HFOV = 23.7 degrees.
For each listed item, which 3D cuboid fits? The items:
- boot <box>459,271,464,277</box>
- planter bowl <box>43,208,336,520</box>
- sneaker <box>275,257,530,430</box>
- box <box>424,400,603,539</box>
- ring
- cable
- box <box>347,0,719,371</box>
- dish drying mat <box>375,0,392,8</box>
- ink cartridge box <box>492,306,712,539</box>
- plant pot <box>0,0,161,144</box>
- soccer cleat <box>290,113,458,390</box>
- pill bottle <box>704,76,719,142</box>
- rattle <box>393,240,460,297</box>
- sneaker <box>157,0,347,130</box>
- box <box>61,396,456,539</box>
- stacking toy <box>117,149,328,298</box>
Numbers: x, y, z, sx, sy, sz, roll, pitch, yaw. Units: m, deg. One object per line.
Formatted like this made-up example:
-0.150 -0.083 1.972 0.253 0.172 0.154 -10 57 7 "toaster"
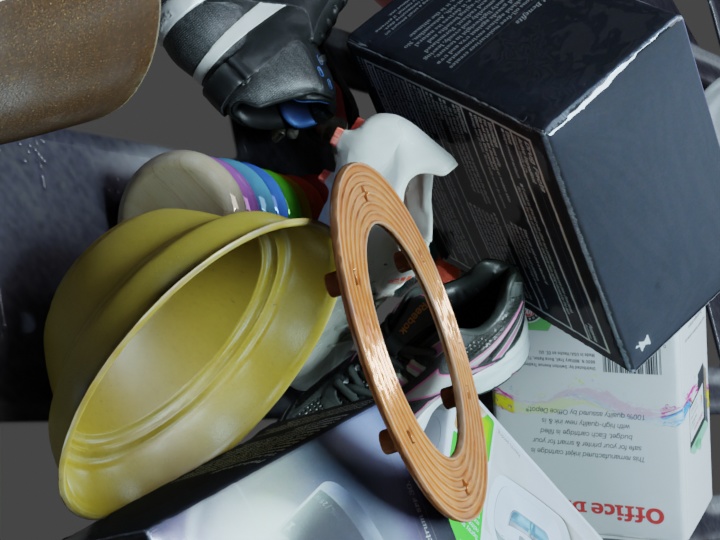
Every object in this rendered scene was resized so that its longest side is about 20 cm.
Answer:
0.155 0.034 1.384 0.201 0.065 0.165 62 34 -21 "boot"
-0.107 0.030 0.914 0.083 0.202 0.200 40 24 22 "planter bowl"
0.024 0.054 1.049 0.199 0.080 0.087 -38 150 -28 "sneaker"
0.067 0.206 1.117 0.200 0.096 0.178 48 35 -32 "box"
0.023 0.039 0.923 0.200 0.019 0.203 -19 90 -73 "ring"
-0.035 -0.164 1.193 0.096 0.050 0.202 19 57 -26 "cable"
0.122 -0.075 1.083 0.123 0.198 0.201 -39 130 -15 "box"
0.048 -0.194 1.311 0.199 0.077 0.018 38 76 -29 "dish drying mat"
0.175 0.085 1.246 0.084 0.143 0.203 -33 121 -60 "ink cartridge box"
-0.227 -0.124 0.794 0.199 0.186 0.189 -33 101 -42 "plant pot"
0.000 0.000 1.053 0.077 0.202 0.069 28 31 17 "soccer cleat"
0.453 -0.138 1.882 0.199 0.111 0.114 22 55 -52 "pill bottle"
0.065 -0.047 1.313 0.129 0.143 0.203 10 76 -18 "rattle"
-0.033 -0.153 1.125 0.199 0.073 0.112 -30 79 -33 "sneaker"
-0.041 0.198 0.898 0.197 0.123 0.202 -25 94 -45 "box"
-0.066 -0.033 1.070 0.200 0.085 0.086 -10 81 -65 "stacking toy"
